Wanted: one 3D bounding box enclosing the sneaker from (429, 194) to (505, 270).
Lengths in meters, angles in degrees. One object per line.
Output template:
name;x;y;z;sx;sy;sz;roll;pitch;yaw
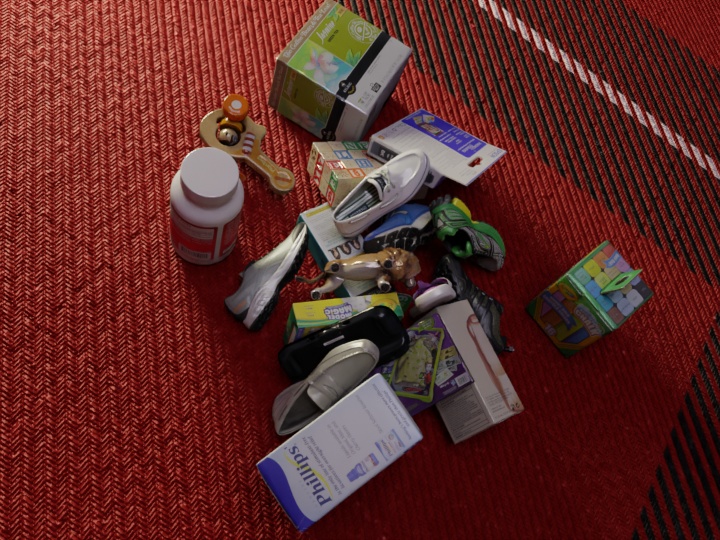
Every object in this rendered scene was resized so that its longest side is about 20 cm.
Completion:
sneaker;0.189;-0.046;1.194;0.199;0.078;0.086;31;47;-37

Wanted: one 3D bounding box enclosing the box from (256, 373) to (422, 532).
box;-0.025;0.245;0.934;0.199;0.184;0.105;-35;80;-6

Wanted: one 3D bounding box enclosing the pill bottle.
pill bottle;-0.241;-0.099;1.055;0.111;0.200;0.114;7;63;-13

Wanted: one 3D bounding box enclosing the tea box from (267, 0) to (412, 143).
tea box;-0.041;-0.367;1.281;0.195;0.134;0.201;30;60;0

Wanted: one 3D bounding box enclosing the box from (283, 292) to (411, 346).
box;-0.018;0.088;1.078;0.198;0.118;0.049;-8;61;-19

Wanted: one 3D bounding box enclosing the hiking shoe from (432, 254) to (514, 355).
hiking shoe;0.198;0.064;1.189;0.100;0.076;0.202;-11;75;-33

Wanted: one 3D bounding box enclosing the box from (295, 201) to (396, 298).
box;-0.027;-0.021;1.166;0.082;0.049;0.201;-25;74;-26

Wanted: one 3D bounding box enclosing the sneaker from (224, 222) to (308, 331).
sneaker;-0.148;-0.003;1.102;0.079;0.074;0.201;30;69;9

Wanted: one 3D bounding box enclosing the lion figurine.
lion figurine;0.000;0.000;1.086;0.197;0.123;0.073;2;103;2

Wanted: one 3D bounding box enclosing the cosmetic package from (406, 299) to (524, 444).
cosmetic package;0.164;0.162;1.097;0.087;0.103;0.202;-10;68;-42

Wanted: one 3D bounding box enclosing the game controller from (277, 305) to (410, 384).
game controller;-0.025;0.122;1.028;0.198;0.105;0.042;-25;27;12

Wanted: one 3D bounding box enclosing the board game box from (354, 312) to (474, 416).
board game box;0.064;0.168;1.052;0.199;0.032;0.121;-31;76;11

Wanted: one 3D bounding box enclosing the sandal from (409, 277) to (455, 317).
sandal;0.114;0.035;1.094;0.082;0.203;0.050;-24;83;-4

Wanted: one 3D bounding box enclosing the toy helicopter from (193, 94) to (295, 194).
toy helicopter;-0.202;-0.202;1.189;0.200;0.079;0.132;41;62;1

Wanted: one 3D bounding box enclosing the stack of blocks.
stack of blocks;0.017;-0.180;1.225;0.198;0.059;0.116;-7;45;-28

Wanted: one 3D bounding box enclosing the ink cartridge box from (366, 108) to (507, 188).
ink cartridge box;0.144;-0.216;1.236;0.199;0.044;0.198;31;39;18

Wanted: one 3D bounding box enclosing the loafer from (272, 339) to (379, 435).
loafer;-0.051;0.176;0.993;0.070;0.200;0.070;40;21;-23

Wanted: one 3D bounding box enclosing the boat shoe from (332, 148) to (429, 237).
boat shoe;0.036;-0.131;1.123;0.200;0.067;0.074;-45;73;0

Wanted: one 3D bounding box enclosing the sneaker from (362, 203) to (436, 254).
sneaker;0.063;-0.071;1.196;0.089;0.079;0.199;29;34;27

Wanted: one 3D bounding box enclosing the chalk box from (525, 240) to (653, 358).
chalk box;0.406;0.044;1.177;0.124;0.200;0.124;-33;77;-27
